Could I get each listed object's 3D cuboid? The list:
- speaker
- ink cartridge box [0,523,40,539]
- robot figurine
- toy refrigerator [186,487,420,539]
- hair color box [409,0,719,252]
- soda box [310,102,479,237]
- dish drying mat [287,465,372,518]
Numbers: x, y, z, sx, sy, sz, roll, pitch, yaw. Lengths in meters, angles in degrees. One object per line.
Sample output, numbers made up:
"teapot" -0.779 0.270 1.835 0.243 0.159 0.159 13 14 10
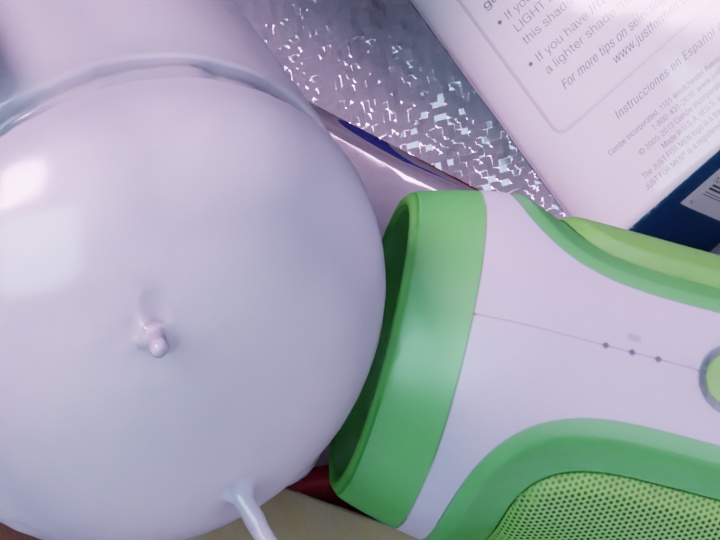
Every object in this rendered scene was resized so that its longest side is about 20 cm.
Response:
"speaker" 0.097 0.042 0.652 0.199 0.088 0.089 15 88 -7
"ink cartridge box" -0.139 0.169 0.771 0.200 0.075 0.165 -39 91 19
"robot figurine" -0.065 -0.016 0.633 0.113 0.170 0.200 -39 42 4
"toy refrigerator" 0.033 0.107 0.674 0.199 0.076 0.070 18 74 21
"hair color box" 0.055 -0.106 0.757 0.100 0.060 0.200 -41 67 15
"soda box" 0.000 0.000 0.767 0.200 0.063 0.068 28 96 27
"dish drying mat" -0.075 0.105 0.791 0.199 0.018 0.077 -12 105 17
